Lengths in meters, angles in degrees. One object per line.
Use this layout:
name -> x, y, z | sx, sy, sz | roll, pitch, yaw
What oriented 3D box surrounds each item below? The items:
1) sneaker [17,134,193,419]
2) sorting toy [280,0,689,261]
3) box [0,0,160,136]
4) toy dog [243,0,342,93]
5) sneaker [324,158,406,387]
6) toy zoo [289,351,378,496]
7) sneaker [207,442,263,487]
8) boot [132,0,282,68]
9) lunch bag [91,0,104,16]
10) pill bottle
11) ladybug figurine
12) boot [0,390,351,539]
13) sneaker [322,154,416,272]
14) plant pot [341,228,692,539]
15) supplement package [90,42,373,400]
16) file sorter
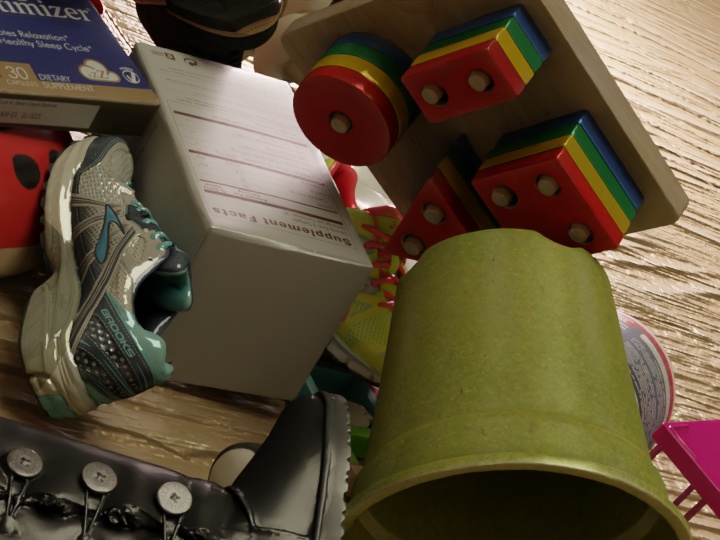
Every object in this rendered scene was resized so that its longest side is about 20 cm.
sneaker -> -0.135, 0.000, 1.103 | 0.078, 0.086, 0.200 | 70, 14, -47
sorting toy -> 0.061, -0.077, 1.170 | 0.200, 0.199, 0.070 | 54, 49, -22
box -> -0.220, -0.160, 1.185 | 0.121, 0.032, 0.200 | 0, 42, -44
toy dog -> -0.001, -0.185, 1.513 | 0.140, 0.194, 0.200 | 35, 4, -30
sneaker -> 0.000, 0.000, 1.268 | 0.200, 0.090, 0.078 | 55, 14, 31
toy zoo -> -0.003, 0.076, 1.281 | 0.131, 0.020, 0.200 | 15, 33, -42
sneaker -> -0.053, 0.159, 1.001 | 0.080, 0.074, 0.200 | 21, 29, -31
boot -> -0.093, -0.142, 1.336 | 0.077, 0.138, 0.200 | -20, 23, -16
lunch bag -> -0.260, -0.208, 1.336 | 0.176, 0.082, 0.200 | 19, 34, -34
pill bottle -> 0.137, 0.093, 1.305 | 0.120, 0.120, 0.200 | 44, 18, 11
ladybug figurine -> -0.231, -0.062, 1.138 | 0.136, 0.072, 0.200 | 39, 24, 0
boot -> -0.108, 0.104, 0.953 | 0.200, 0.066, 0.165 | 11, 36, -8
sneaker -> -0.015, -0.047, 1.398 | 0.200, 0.074, 0.116 | 47, 13, 16
plant pot -> 0.085, 0.085, 1.107 | 0.200, 0.200, 0.184 | 25, 48, -28
supplement package -> -0.092, -0.032, 1.212 | 0.117, 0.117, 0.200 | 13, 34, -31
file sorter -> 0.253, 0.214, 1.273 | 0.139, 0.125, 0.200 | 3, 43, -54
